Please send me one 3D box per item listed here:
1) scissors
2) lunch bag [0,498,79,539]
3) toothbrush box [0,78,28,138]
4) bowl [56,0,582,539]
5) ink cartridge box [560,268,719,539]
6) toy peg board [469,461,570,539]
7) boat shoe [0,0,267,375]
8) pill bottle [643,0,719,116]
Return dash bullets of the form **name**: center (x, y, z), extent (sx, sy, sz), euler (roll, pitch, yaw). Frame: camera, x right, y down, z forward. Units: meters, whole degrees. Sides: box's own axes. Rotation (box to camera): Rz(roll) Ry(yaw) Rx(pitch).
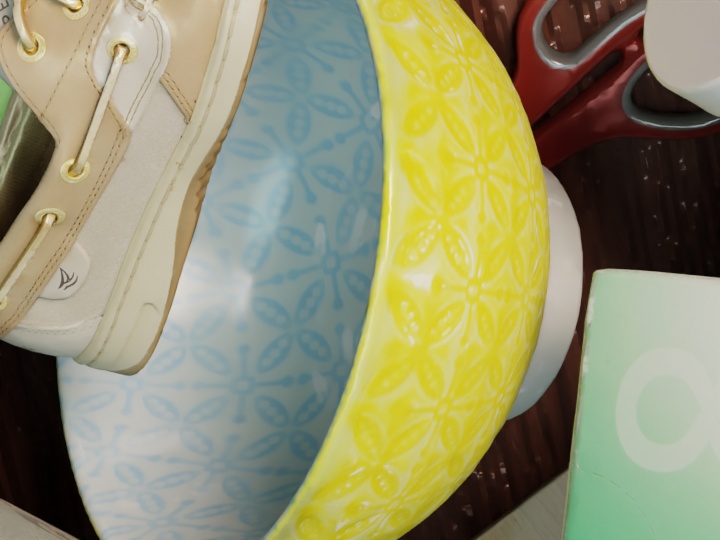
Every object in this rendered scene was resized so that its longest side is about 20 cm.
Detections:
- **scissors**: center (0.036, -0.037, 0.917), extent (0.200, 0.014, 0.073), euler (-32, 107, 18)
- **lunch bag**: center (-0.168, 0.111, 0.904), extent (0.164, 0.118, 0.200), euler (35, 140, -10)
- **toothbrush box**: center (-0.154, -0.098, 0.868), extent (0.146, 0.086, 0.200), euler (40, 111, -11)
- **bowl**: center (0.000, 0.000, 0.859), extent (0.107, 0.200, 0.201), euler (9, 117, -30)
- **ink cartridge box**: center (0.149, 0.089, 0.751), extent (0.199, 0.050, 0.161), euler (6, 88, 24)
- **toy peg board**: center (0.127, 0.133, 0.837), extent (0.199, 0.098, 0.200), euler (-39, 89, 16)
- **boat shoe**: center (-0.071, -0.058, 0.793), extent (0.069, 0.074, 0.200), euler (7, 120, -17)
- **pill bottle**: center (0.177, -0.040, 0.789), extent (0.200, 0.113, 0.113), euler (26, 114, -25)
